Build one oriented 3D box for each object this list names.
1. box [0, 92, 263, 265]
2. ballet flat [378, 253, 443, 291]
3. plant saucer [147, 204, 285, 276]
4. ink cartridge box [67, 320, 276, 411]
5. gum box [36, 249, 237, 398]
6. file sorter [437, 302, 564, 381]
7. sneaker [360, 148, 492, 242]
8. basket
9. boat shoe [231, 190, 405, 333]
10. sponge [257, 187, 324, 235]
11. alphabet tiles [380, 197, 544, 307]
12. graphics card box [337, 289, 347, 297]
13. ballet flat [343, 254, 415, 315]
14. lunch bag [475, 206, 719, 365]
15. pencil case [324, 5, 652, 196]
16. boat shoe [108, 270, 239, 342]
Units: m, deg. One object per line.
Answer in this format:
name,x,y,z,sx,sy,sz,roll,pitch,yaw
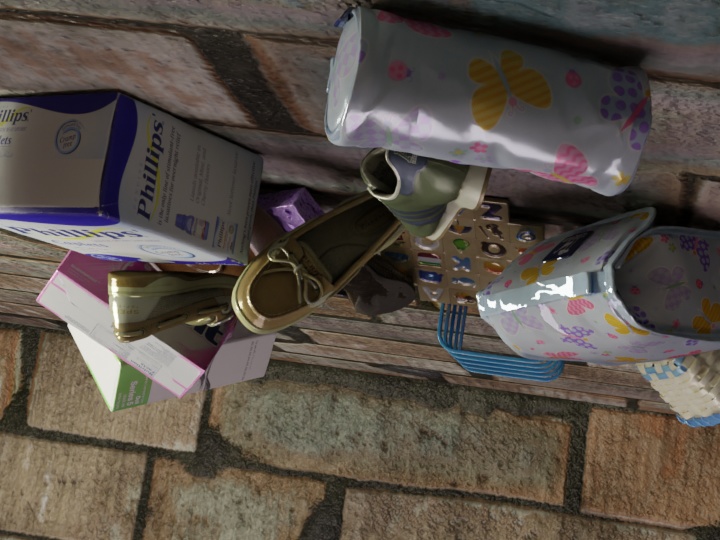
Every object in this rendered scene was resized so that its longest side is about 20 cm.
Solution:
box,-0.218,-0.075,1.304,0.183,0.106,0.200,2,169,35
ballet flat,0.064,-0.006,1.568,0.199,0.068,0.075,8,-164,19
plant saucer,-0.159,-0.025,1.521,0.199,0.032,0.201,17,146,12
ink cartridge box,-0.218,0.067,1.732,0.199,0.146,0.084,-10,137,-30
gum box,-0.231,0.036,1.611,0.200,0.114,0.066,36,135,-9
file sorter,0.167,0.050,1.677,0.138,0.124,0.200,6,171,12
sneaker,0.043,-0.076,1.201,0.089,0.068,0.200,17,170,-7
basket,0.450,0.133,1.807,0.200,0.139,0.176,41,166,-8
boat shoe,-0.029,-0.017,1.326,0.200,0.073,0.063,-32,175,-28
sponge,-0.106,-0.027,1.536,0.199,0.030,0.112,-6,136,40
alphabet tiles,0.098,-0.017,1.458,0.165,0.006,0.200,7,150,12
graphics card box,-0.050,-0.010,1.743,0.125,0.051,0.200,10,170,-10
ballet flat,0.000,0.000,1.459,0.067,0.047,0.200,-27,155,15
lunch bag,0.230,0.018,1.348,0.199,0.128,0.169,3,167,-37
pencil case,0.076,-0.101,0.912,0.199,0.084,0.091,10,169,-9
boat shoe,-0.171,0.034,1.422,0.073,0.064,0.200,2,180,22
